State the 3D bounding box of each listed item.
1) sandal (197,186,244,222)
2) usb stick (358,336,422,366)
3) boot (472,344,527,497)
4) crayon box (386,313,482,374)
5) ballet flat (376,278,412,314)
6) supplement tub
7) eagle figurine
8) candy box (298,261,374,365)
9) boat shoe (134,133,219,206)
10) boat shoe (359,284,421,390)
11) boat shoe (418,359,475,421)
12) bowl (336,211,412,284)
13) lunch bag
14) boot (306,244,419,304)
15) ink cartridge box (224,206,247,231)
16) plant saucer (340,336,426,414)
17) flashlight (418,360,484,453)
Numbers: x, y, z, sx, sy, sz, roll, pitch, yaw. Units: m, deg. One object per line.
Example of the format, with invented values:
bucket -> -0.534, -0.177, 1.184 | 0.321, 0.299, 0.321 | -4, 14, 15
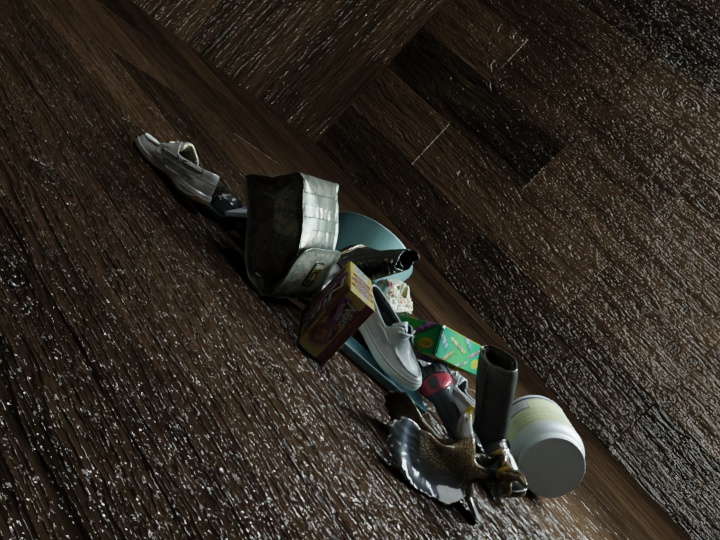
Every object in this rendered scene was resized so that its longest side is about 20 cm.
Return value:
sandal -> -0.240, -0.123, 1.573 | 0.075, 0.048, 0.200 | 44, 10, 11
usb stick -> 0.058, 0.161, 1.620 | 0.055, 0.033, 0.200 | 50, 11, 32
boot -> 0.236, 0.249, 1.459 | 0.072, 0.200, 0.182 | 1, 26, -31
crayon box -> 0.135, 0.137, 1.624 | 0.119, 0.058, 0.200 | 12, -10, 32
ballet flat -> 0.067, 0.050, 1.682 | 0.076, 0.064, 0.200 | 22, 1, 12
supplement tub -> 0.354, 0.343, 1.716 | 0.145, 0.145, 0.200 | 42, 9, -10
eagle figurine -> 0.119, 0.256, 1.235 | 0.200, 0.151, 0.152 | 13, -32, -5
candy box -> -0.037, 0.062, 1.381 | 0.056, 0.117, 0.200 | 42, 8, -11
boat shoe -> -0.305, -0.187, 1.486 | 0.200, 0.069, 0.071 | 40, 8, 28
boat shoe -> 0.053, 0.111, 1.514 | 0.070, 0.072, 0.201 | -2, 52, -54
boat shoe -> 0.180, 0.234, 1.703 | 0.072, 0.069, 0.200 | 34, 13, -48
bowl -> -0.006, -0.010, 1.764 | 0.201, 0.105, 0.201 | 27, -28, 16
lunch bag -> -0.107, -0.050, 1.408 | 0.117, 0.200, 0.164 | 1, -2, 21
boot -> 0.000, 0.000, 1.565 | 0.200, 0.138, 0.078 | -40, 122, -48
ink cartridge box -> -0.147, -0.102, 1.574 | 0.099, 0.039, 0.200 | 4, 15, 27
plant saucer -> 0.033, 0.174, 1.494 | 0.200, 0.019, 0.070 | 41, 9, -13
flashlight -> 0.154, 0.246, 1.509 | 0.068, 0.068, 0.200 | 2, 39, -24
